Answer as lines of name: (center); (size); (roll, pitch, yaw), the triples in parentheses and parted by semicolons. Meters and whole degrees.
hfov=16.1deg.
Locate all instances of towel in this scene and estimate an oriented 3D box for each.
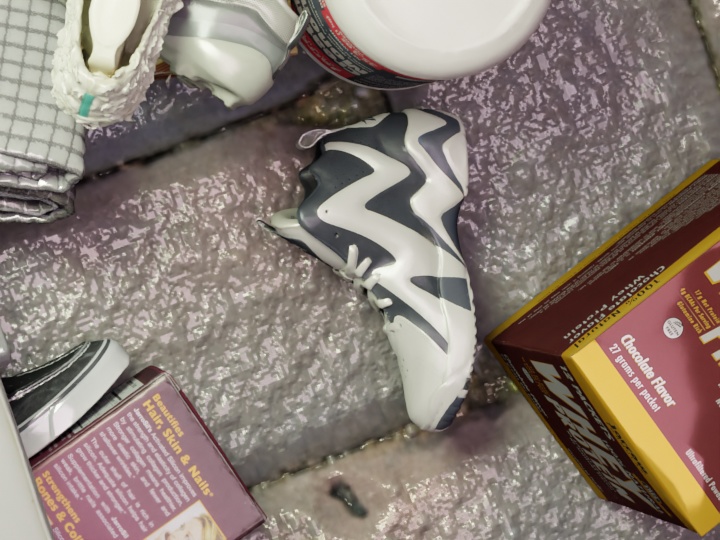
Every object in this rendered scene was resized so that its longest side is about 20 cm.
towel: (-0.256, -0.119, 1.473); (0.200, 0.086, 0.166); (9, 61, -13)

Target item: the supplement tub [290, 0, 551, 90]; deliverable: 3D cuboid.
supplement tub: (0.027, -0.178, 1.500); (0.140, 0.200, 0.141); (0, 91, -12)

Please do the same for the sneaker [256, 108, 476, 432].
sneaker: (0.000, 0.000, 1.561); (0.129, 0.079, 0.199); (-1, 91, -11)

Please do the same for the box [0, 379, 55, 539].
box: (-0.258, 0.123, 1.337); (0.171, 0.199, 0.200); (-20, 119, -9)

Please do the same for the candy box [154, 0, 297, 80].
candy box: (-0.106, -0.217, 1.510); (0.056, 0.117, 0.200); (-12, 95, -44)

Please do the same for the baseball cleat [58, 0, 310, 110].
baseball cleat: (-0.121, -0.175, 1.438); (0.200, 0.070, 0.107); (34, 86, 2)

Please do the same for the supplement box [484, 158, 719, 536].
supplement box: (0.211, 0.040, 1.545); (0.197, 0.200, 0.133); (-38, 98, -9)

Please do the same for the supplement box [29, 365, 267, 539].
supplement box: (-0.171, 0.158, 1.525); (0.200, 0.086, 0.110); (-35, 98, -8)

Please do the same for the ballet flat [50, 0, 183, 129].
ballet flat: (-0.118, -0.174, 1.371); (0.072, 0.072, 0.200); (15, 77, -12)

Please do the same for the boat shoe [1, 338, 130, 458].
boat shoe: (-0.233, 0.091, 1.522); (0.200, 0.072, 0.068); (-34, 100, -2)

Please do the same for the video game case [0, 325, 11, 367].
video game case: (-0.319, -0.002, 1.472); (0.182, 0.022, 0.200); (-20, 65, -9)
